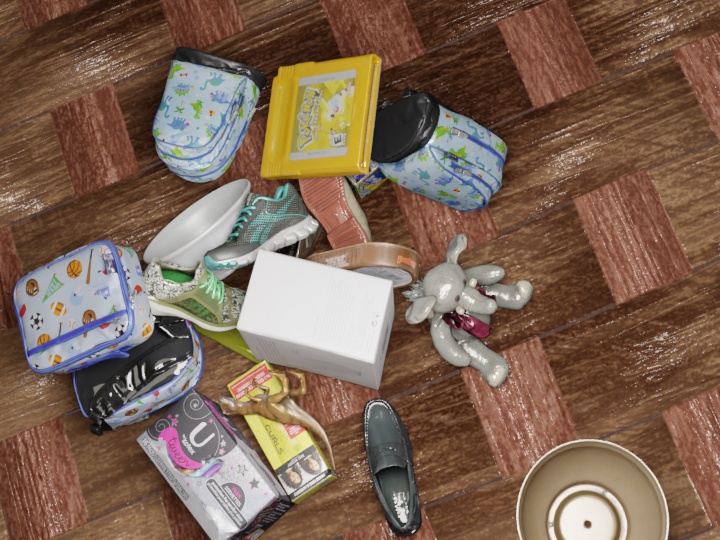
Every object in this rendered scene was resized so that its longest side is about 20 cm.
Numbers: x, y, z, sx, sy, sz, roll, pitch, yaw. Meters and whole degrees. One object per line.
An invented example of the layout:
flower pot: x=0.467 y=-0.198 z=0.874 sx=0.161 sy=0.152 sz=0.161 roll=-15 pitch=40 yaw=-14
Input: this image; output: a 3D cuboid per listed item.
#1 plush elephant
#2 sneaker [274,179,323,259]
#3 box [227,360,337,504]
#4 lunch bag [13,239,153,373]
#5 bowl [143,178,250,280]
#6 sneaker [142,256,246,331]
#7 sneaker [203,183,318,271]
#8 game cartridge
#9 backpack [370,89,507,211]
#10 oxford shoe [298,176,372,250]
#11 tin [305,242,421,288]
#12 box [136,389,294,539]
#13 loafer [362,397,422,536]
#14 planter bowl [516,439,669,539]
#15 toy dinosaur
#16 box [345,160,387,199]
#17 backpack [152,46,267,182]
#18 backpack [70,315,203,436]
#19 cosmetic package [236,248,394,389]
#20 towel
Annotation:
plush elephant: x=0.146 y=0.044 z=1.675 sx=0.197 sy=0.155 sz=0.167 roll=24 pitch=78 yaw=14
sneaker: x=-0.092 y=-0.076 z=1.789 sx=0.069 sy=0.076 sz=0.204 roll=10 pitch=75 yaw=11
box: x=-0.116 y=0.238 z=1.712 sx=0.075 sy=0.050 sz=0.202 roll=-31 pitch=71 yaw=-1
lunch bag: x=-0.386 y=0.057 z=1.625 sx=0.197 sy=0.075 sz=0.163 roll=-22 pitch=73 yaw=19
bowl: x=-0.226 y=-0.043 z=1.766 sx=0.200 sy=0.201 sz=0.091 roll=-36 pitch=110 yaw=-3
sneaker: x=-0.231 y=0.028 z=1.674 sx=0.197 sy=0.089 sz=0.078 roll=11 pitch=47 yaw=-25
sneaker: x=-0.155 y=-0.064 z=1.677 sx=0.199 sy=0.077 sz=0.093 roll=-29 pitch=100 yaw=-40
game cartridge: x=-0.062 y=-0.228 z=1.743 sx=0.197 sy=0.032 sz=0.180 roll=0 pitch=79 yaw=37
backpack: x=0.124 y=-0.173 z=1.728 sx=0.197 sy=0.162 sz=0.157 roll=6 pitch=77 yaw=-36
oxford shoe: x=-0.038 y=-0.102 z=1.782 sx=0.070 sy=0.074 sz=0.203 roll=-24 pitch=83 yaw=18
tin: x=0.000 y=0.000 z=1.705 sx=0.198 sy=0.111 sz=0.043 roll=-12 pitch=61 yaw=44
box: x=-0.205 y=0.288 z=1.667 sx=0.114 sy=0.132 sz=0.200 roll=-41 pitch=72 yaw=-4
loafer: x=0.045 y=0.278 z=1.665 sx=0.067 sy=0.071 sz=0.204 roll=-15 pitch=72 yaw=3
planter bowl: x=0.311 y=0.341 z=1.573 sx=0.196 sy=0.135 sz=0.204 roll=-3 pitch=73 yaw=8
toy dinosaur: x=-0.106 y=0.200 z=1.676 sx=0.197 sy=0.060 sz=0.108 roll=16 pitch=100 yaw=18
box: x=-0.038 y=-0.213 z=1.825 sx=0.064 sy=0.070 sz=0.201 roll=-37 pitch=72 yaw=-2
backpack: x=-0.253 y=-0.243 z=1.841 sx=0.160 sy=0.154 sz=0.203 roll=17 pitch=89 yaw=6
backpack: x=-0.328 y=0.130 z=1.721 sx=0.188 sy=0.154 sz=0.203 roll=-24 pitch=71 yaw=3
cosmetic package: x=-0.058 y=0.073 z=1.666 sx=0.196 sy=0.200 sz=0.125 roll=12 pitch=75 yaw=5
towel: x=-0.219 y=0.065 z=1.799 sx=0.198 sy=0.018 sz=0.087 roll=26 pitch=83 yaw=14
